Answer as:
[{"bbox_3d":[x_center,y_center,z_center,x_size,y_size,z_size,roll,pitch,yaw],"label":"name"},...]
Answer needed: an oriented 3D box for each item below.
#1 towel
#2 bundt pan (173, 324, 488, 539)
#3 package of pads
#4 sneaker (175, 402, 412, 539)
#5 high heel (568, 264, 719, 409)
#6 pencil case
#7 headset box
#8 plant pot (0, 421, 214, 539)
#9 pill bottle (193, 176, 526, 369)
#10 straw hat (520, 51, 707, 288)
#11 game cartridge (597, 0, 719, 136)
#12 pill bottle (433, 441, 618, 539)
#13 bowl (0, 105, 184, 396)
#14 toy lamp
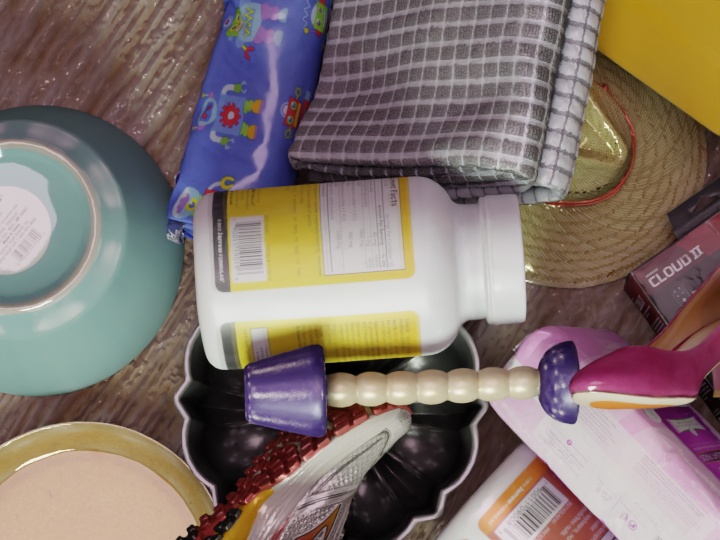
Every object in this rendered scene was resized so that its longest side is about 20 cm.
[{"bbox_3d":[0.053,-0.128,1.583,0.200,0.086,0.166,-1,75,40],"label":"towel"},{"bbox_3d":[-0.017,0.089,1.607,0.202,0.076,0.202,0,81,3],"label":"bundt pan"},{"bbox_3d":[0.180,0.121,1.551,0.200,0.120,0.076,47,111,21],"label":"package of pads"},{"bbox_3d":[-0.040,0.156,1.533,0.200,0.078,0.082,-45,106,-7],"label":"sneaker"},{"bbox_3d":[0.191,0.033,1.489,0.200,0.067,0.096,-4,88,-42],"label":"high heel"},{"bbox_3d":[-0.074,-0.106,1.639,0.087,0.078,0.200,8,82,30],"label":"pencil case"},{"bbox_3d":[0.278,0.029,1.607,0.149,0.077,0.200,-35,81,-3],"label":"headset box"},{"bbox_3d":[-0.184,0.200,1.622,0.200,0.027,0.200,0,82,2],"label":"plant pot"},{"bbox_3d":[0.000,0.000,1.526,0.200,0.112,0.112,-4,82,1],"label":"pill bottle"},{"bbox_3d":[0.133,-0.090,1.624,0.201,0.085,0.201,0,81,2],"label":"straw hat"},{"bbox_3d":[0.233,-0.188,1.568,0.200,0.032,0.176,40,118,29],"label":"game cartridge"},{"bbox_3d":[0.145,0.213,1.566,0.200,0.112,0.112,42,85,7],"label":"pill bottle"},{"bbox_3d":[-0.220,-0.021,1.617,0.201,0.105,0.201,0,81,1],"label":"bowl"},{"bbox_3d":[0.030,0.071,1.483,0.200,0.058,0.058,0,82,-4],"label":"toy lamp"}]
